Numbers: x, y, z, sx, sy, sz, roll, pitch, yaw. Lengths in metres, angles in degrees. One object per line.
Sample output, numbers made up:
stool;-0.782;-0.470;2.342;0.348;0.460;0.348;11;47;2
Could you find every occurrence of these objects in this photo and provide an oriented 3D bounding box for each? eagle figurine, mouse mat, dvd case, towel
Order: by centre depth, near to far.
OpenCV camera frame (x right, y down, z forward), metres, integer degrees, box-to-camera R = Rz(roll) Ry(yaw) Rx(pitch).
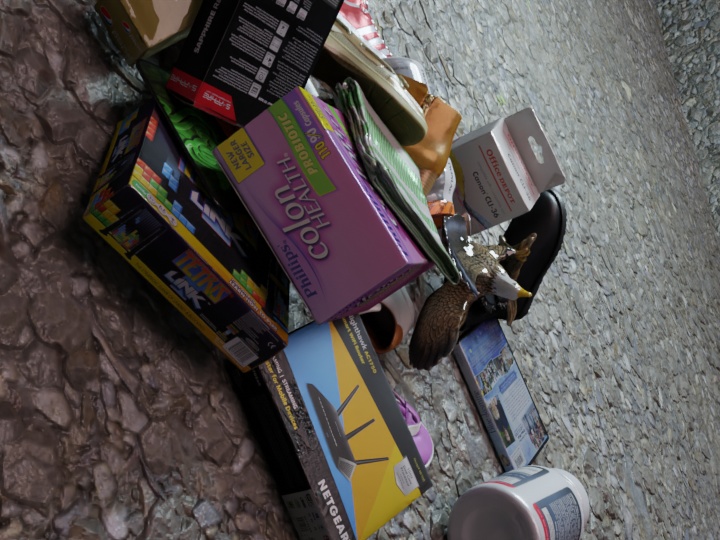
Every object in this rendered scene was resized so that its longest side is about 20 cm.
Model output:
mouse mat;-0.131;-0.118;0.914;0.162;0.007;0.200;59;15;9
towel;0.036;-0.094;0.931;0.153;0.023;0.201;50;13;-33
eagle figurine;0.125;0.011;1.096;0.198;0.150;0.154;-18;88;-41
dvd case;0.194;0.169;1.305;0.142;0.017;0.203;-28;94;-59

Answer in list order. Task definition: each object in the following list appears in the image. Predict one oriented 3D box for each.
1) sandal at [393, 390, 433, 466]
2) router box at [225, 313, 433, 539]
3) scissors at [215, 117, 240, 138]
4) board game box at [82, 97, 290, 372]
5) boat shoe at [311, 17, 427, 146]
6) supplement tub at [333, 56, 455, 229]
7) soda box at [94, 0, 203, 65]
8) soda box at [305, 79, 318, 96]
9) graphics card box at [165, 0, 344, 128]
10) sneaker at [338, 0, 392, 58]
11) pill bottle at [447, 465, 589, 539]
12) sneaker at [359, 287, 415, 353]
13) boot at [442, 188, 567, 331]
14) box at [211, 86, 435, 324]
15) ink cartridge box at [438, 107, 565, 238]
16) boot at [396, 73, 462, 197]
sandal;0.026;0.154;1.023;0.202;0.049;0.083;41;40;-34
router box;-0.026;0.151;0.916;0.148;0.051;0.203;-25;91;-47
scissors;-0.122;-0.125;0.923;0.073;0.014;0.202;37;25;-60
board game box;-0.141;-0.034;0.841;0.200;0.056;0.166;49;22;-29
boat shoe;-0.003;-0.214;1.009;0.200;0.073;0.064;37;59;-10
supplement tub;0.045;-0.147;1.171;0.122;0.121;0.203;2;69;-56
soda box;-0.147;-0.273;0.906;0.199;0.067;0.065;-37;103;-26
soda box;-0.130;-0.251;1.010;0.064;0.067;0.202;-42;107;-46
graphics card box;-0.085;-0.231;0.878;0.125;0.051;0.202;17;101;-53
sneaker;0.002;-0.306;1.252;0.200;0.071;0.114;41;44;-34
pill bottle;0.198;0.298;1.134;0.199;0.118;0.121;1;70;-56
sneaker;0.000;0.000;1.056;0.202;0.072;0.085;60;29;-15
boot;0.189;-0.017;1.268;0.167;0.076;0.203;-3;116;-52
box;-0.022;-0.056;0.883;0.177;0.096;0.200;58;12;6
ink cartridge box;0.154;-0.118;1.245;0.118;0.198;0.068;60;32;-11
boot;0.008;-0.163;1.076;0.199;0.071;0.146;24;73;-8
